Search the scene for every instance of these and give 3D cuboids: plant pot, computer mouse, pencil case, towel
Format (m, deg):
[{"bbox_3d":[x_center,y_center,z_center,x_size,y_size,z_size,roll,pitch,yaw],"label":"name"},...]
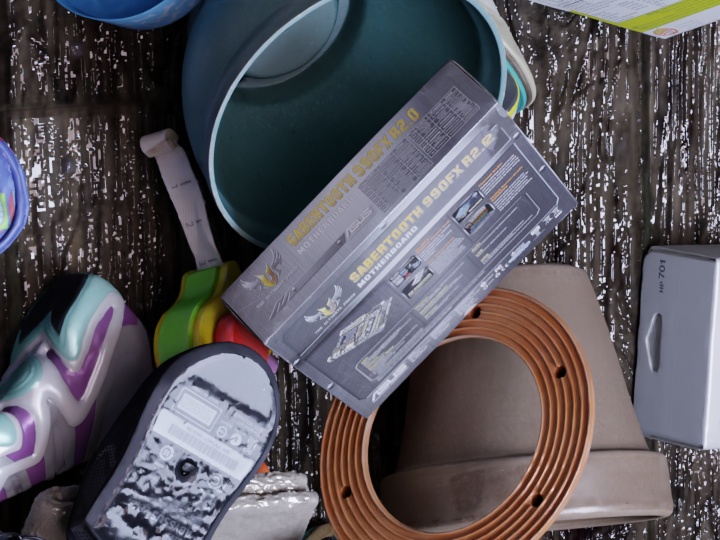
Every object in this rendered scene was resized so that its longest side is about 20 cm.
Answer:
[{"bbox_3d":[-0.029,-0.127,1.231,0.200,0.134,0.201,-19,136,-20],"label":"plant pot"},{"bbox_3d":[-0.127,0.126,1.172,0.138,0.053,0.200,39,81,-27],"label":"computer mouse"},{"bbox_3d":[0.105,0.089,1.348,0.200,0.200,0.175,0,80,-31],"label":"plant pot"},{"bbox_3d":[-0.240,-0.049,1.103,0.087,0.200,0.078,15,91,-20],"label":"pencil case"},{"bbox_3d":[-0.131,0.181,1.255,0.200,0.035,0.133,2,130,-33],"label":"towel"}]

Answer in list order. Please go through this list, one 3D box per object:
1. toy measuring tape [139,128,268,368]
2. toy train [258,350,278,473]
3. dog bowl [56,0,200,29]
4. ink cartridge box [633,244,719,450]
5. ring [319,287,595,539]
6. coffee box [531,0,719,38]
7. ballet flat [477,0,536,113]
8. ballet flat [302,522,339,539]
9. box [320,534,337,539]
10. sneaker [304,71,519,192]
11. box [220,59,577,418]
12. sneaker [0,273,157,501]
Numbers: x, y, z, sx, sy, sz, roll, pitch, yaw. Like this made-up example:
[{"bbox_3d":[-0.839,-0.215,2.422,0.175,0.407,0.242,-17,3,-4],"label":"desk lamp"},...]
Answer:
[{"bbox_3d":[-0.106,0.015,1.226,0.073,0.074,0.200,-23,99,-26],"label":"toy measuring tape"},{"bbox_3d":[-0.052,0.091,1.317,0.150,0.056,0.200,18,87,-31],"label":"toy train"},{"bbox_3d":[-0.118,-0.237,1.203,0.200,0.111,0.050,-67,158,-5],"label":"dog bowl"},{"bbox_3d":[0.315,0.056,1.512,0.200,0.086,0.147,-1,98,-32],"label":"ink cartridge box"},{"bbox_3d":[0.061,0.105,1.256,0.019,0.200,0.201,35,79,-47],"label":"ring"},{"bbox_3d":[0.197,-0.288,1.303,0.197,0.200,0.200,10,77,-32],"label":"coffee box"},{"bbox_3d":[0.050,-0.183,1.337,0.200,0.069,0.070,35,79,-29],"label":"ballet flat"},{"bbox_3d":[-0.033,0.274,1.342,0.068,0.072,0.200,27,82,-43],"label":"ballet flat"},{"bbox_3d":[-0.059,0.286,1.273,0.200,0.046,0.159,-32,102,11],"label":"box"},{"bbox_3d":[0.028,-0.056,1.331,0.200,0.075,0.085,-33,151,-5],"label":"sneaker"},{"bbox_3d":[0.028,-0.014,1.221,0.200,0.048,0.158,-46,148,2],"label":"box"},{"bbox_3d":[-0.181,0.116,1.231,0.140,0.078,0.200,44,75,-27],"label":"sneaker"}]
